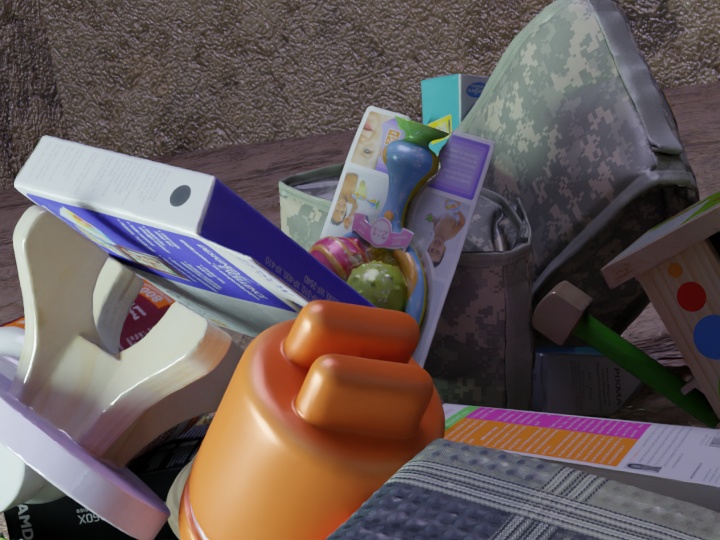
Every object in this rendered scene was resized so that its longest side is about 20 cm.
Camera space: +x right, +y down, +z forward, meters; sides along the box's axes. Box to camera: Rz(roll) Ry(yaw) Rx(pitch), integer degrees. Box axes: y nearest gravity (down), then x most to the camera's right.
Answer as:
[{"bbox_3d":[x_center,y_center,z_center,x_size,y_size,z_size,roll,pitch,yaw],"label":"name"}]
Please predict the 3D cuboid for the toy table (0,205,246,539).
[{"bbox_3d":[-0.142,0.060,1.466,0.184,0.117,0.200,37,-4,-41],"label":"toy table"}]

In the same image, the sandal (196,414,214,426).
[{"bbox_3d":[-0.128,0.107,1.884,0.211,0.070,0.078,-17,10,-29],"label":"sandal"}]

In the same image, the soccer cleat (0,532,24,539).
[{"bbox_3d":[-0.270,0.185,1.604,0.081,0.068,0.200,-26,16,-31],"label":"soccer cleat"}]

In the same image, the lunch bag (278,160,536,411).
[{"bbox_3d":[0.045,0.029,1.693,0.117,0.165,0.200,-19,30,-36],"label":"lunch bag"}]

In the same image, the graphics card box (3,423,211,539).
[{"bbox_3d":[-0.126,0.140,1.733,0.199,0.051,0.125,-9,10,9],"label":"graphics card box"}]

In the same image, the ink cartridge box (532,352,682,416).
[{"bbox_3d":[0.128,0.083,1.850,0.162,0.057,0.199,-4,-9,42],"label":"ink cartridge box"}]

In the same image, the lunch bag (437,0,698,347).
[{"bbox_3d":[0.151,-0.069,1.753,0.117,0.165,0.200,-1,-34,-27],"label":"lunch bag"}]

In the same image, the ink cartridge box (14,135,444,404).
[{"bbox_3d":[-0.066,-0.002,1.489,0.199,0.044,0.198,18,-14,41],"label":"ink cartridge box"}]

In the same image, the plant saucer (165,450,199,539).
[{"bbox_3d":[-0.018,0.129,1.572,0.199,0.030,0.200,0,20,0],"label":"plant saucer"}]

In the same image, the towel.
[{"bbox_3d":[0.072,0.153,1.214,0.199,0.035,0.192,14,32,29],"label":"towel"}]

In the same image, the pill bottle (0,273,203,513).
[{"bbox_3d":[-0.189,0.080,1.663,0.114,0.115,0.200,-6,11,33],"label":"pill bottle"}]

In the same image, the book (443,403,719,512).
[{"bbox_3d":[0.122,0.110,1.503,0.199,0.048,0.134,5,12,16],"label":"book"}]

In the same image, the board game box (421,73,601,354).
[{"bbox_3d":[0.117,-0.037,1.917,0.150,0.201,0.047,2,-5,-38],"label":"board game box"}]

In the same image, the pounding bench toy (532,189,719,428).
[{"bbox_3d":[0.222,0.042,1.600,0.199,0.157,0.124,-29,1,25],"label":"pounding bench toy"}]

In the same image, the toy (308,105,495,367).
[{"bbox_3d":[0.000,0.000,1.596,0.115,0.201,0.047,19,-3,44],"label":"toy"}]

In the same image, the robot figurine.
[{"bbox_3d":[-0.028,0.107,1.380,0.116,0.144,0.200,-28,-27,-45],"label":"robot figurine"}]
